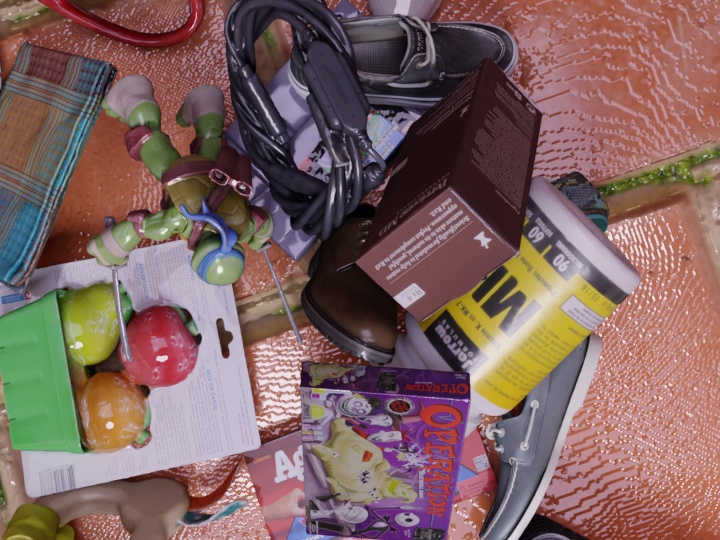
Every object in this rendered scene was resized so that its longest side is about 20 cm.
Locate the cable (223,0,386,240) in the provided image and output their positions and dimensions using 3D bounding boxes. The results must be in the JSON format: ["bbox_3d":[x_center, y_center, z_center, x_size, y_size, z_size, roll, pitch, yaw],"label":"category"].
[{"bbox_3d":[-0.050,-0.128,0.742,0.050,0.163,0.202,-21,74,-29],"label":"cable"}]

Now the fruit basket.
[{"bbox_3d":[-0.196,0.078,0.795,0.197,0.094,0.188,-11,85,-9],"label":"fruit basket"}]

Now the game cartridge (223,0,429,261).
[{"bbox_3d":[-0.033,-0.122,0.826,0.129,0.038,0.200,41,88,9],"label":"game cartridge"}]

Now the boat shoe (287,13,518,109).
[{"bbox_3d":[0.038,-0.174,0.779,0.197,0.071,0.073,-8,80,-5],"label":"boat shoe"}]

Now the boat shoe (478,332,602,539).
[{"bbox_3d":[0.134,0.134,0.776,0.061,0.073,0.202,25,80,3],"label":"boat shoe"}]

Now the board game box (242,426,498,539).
[{"bbox_3d":[0.008,0.169,0.804,0.197,0.019,0.104,-20,83,0],"label":"board game box"}]

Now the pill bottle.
[{"bbox_3d":[0.107,0.037,0.728,0.114,0.114,0.200,44,105,5],"label":"pill bottle"}]

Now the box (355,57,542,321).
[{"bbox_3d":[0.072,-0.066,0.714,0.075,0.201,0.100,40,127,-17],"label":"box"}]

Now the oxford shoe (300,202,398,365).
[{"bbox_3d":[0.000,0.000,0.722,0.072,0.201,0.085,24,112,-18],"label":"oxford shoe"}]

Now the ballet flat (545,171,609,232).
[{"bbox_3d":[0.110,-0.035,0.803,0.197,0.074,0.075,-15,84,-1],"label":"ballet flat"}]

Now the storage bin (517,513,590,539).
[{"bbox_3d":[0.193,0.300,0.748,0.198,0.094,0.137,27,86,4],"label":"storage bin"}]

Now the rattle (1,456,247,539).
[{"bbox_3d":[-0.185,0.245,0.785,0.198,0.130,0.145,-12,103,-29],"label":"rattle"}]

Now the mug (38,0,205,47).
[{"bbox_3d":[-0.225,-0.286,0.801,0.197,0.133,0.180,-10,83,5],"label":"mug"}]

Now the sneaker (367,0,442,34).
[{"bbox_3d":[0.048,-0.305,0.805,0.077,0.099,0.203,12,85,3],"label":"sneaker"}]

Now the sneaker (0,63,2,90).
[{"bbox_3d":[-0.369,-0.140,0.799,0.077,0.090,0.203,2,74,18],"label":"sneaker"}]

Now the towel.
[{"bbox_3d":[-0.290,-0.094,0.803,0.145,0.022,0.202,19,85,37],"label":"towel"}]

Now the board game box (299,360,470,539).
[{"bbox_3d":[0.015,0.144,0.711,0.118,0.202,0.033,0,46,0],"label":"board game box"}]

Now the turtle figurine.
[{"bbox_3d":[-0.144,-0.044,0.751,0.142,0.201,0.196,-16,61,-4],"label":"turtle figurine"}]
